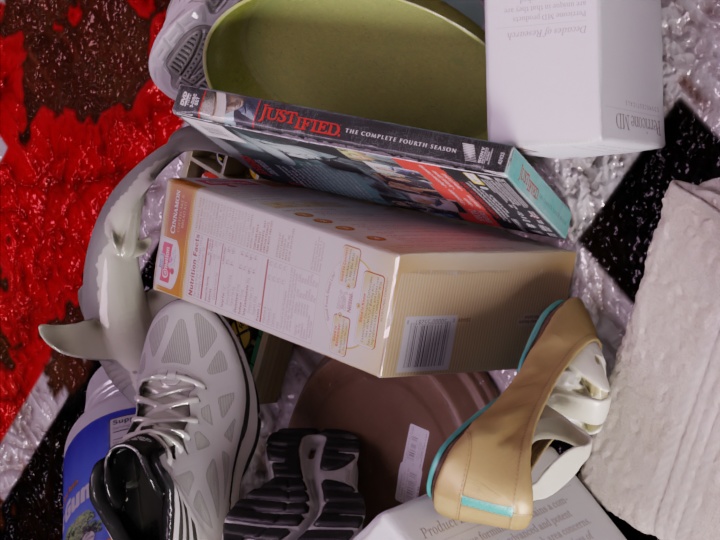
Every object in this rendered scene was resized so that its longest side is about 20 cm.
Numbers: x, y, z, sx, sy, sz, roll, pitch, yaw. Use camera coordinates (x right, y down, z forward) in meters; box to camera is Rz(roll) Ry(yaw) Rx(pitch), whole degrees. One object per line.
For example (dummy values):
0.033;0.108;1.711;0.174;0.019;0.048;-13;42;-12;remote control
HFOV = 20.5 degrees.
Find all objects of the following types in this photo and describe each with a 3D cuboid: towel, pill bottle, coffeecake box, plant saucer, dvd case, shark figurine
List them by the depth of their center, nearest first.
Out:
0.194;0.060;1.075;0.132;0.034;0.201;32;113;41;towel
0.010;-0.061;1.134;0.199;0.146;0.022;11;81;21;dvd case
0.007;-0.112;1.170;0.200;0.200;0.031;-16;47;44;plant saucer
0.000;0.000;1.181;0.200;0.153;0.073;19;104;43;coffeecake box
0.017;0.132;1.255;0.200;0.029;0.201;-1;89;44;plant saucer
-0.154;-0.005;1.296;0.089;0.128;0.215;-12;70;60;shark figurine
-0.141;0.150;1.315;0.112;0.112;0.200;-53;29;31;pill bottle

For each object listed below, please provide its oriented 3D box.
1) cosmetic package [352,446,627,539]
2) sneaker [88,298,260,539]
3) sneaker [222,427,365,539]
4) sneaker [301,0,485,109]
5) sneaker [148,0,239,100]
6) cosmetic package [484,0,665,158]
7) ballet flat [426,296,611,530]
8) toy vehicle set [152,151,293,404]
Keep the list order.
0.075;0.234;1.082;0.200;0.167;0.166;52;125;19;cosmetic package
-0.109;0.095;1.174;0.075;0.115;0.201;-8;65;10;sneaker
-0.033;0.167;1.182;0.078;0.200;0.091;5;108;8;sneaker
-0.027;-0.152;1.222;0.200;0.118;0.074;-16;52;39;sneaker
-0.071;-0.206;1.307;0.200;0.078;0.099;-42;33;21;sneaker
0.118;-0.165;1.094;0.074;0.102;0.201;-3;89;29;cosmetic package
0.101;0.081;1.079;0.063;0.200;0.069;18;125;20;ballet flat
-0.079;-0.026;1.348;0.124;0.026;0.201;29;110;41;toy vehicle set
